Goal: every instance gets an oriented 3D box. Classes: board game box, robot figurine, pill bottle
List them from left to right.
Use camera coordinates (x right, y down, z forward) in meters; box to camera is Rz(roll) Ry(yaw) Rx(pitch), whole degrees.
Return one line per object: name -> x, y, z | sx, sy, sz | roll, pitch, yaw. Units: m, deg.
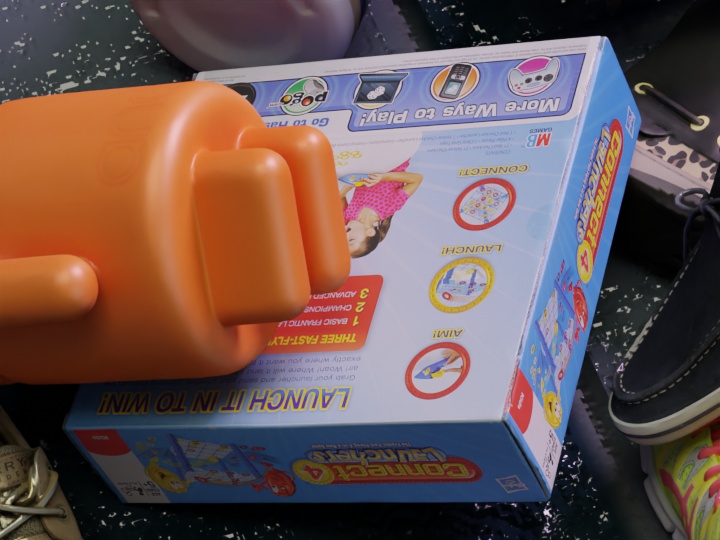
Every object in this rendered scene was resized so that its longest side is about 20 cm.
robot figurine -> -0.104, -0.013, 1.035 | 0.199, 0.117, 0.144 | -4, 53, 25
pill bottle -> -0.026, -0.191, 1.235 | 0.111, 0.111, 0.201 | 15, 56, 13
board game box -> 0.000, 0.000, 1.088 | 0.199, 0.056, 0.197 | -2, 51, 27

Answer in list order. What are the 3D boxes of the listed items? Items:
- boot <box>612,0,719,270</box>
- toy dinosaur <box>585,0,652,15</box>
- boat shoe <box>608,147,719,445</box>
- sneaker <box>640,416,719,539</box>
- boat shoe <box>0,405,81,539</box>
boot -> 0.193, -0.052, 1.151 | 0.199, 0.073, 0.151 | 27, 59, 27
toy dinosaur -> 0.129, -0.195, 1.251 | 0.200, 0.086, 0.135 | -36, 60, -26
boat shoe -> 0.159, -0.019, 1.035 | 0.200, 0.062, 0.075 | -51, 24, 9
sneaker -> 0.161, 0.095, 1.031 | 0.078, 0.091, 0.201 | -11, 53, -4
boat shoe -> -0.150, 0.100, 1.047 | 0.072, 0.065, 0.200 | -15, 50, -30
